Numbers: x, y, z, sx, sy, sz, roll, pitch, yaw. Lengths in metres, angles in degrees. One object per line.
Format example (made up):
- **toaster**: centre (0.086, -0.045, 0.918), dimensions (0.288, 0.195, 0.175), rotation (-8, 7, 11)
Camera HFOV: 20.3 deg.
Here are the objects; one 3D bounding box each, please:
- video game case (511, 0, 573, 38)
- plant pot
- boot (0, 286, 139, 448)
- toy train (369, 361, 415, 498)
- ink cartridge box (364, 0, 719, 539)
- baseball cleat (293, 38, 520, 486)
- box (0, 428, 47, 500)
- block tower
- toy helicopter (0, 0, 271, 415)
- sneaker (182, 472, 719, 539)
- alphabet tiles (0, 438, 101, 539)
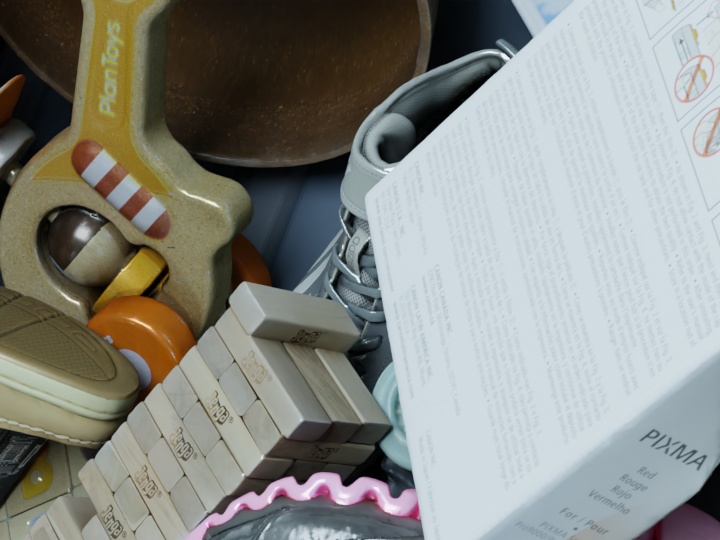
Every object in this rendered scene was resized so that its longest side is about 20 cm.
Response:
- **video game case**: centre (0.133, -0.124, 0.676), dimensions (0.182, 0.022, 0.201), rotation (-47, 34, 19)
- **plant pot**: centre (-0.037, -0.178, 0.803), dimensions (0.185, 0.188, 0.201), rotation (1, 49, 23)
- **boot**: centre (-0.188, 0.076, 0.742), dimensions (0.198, 0.073, 0.157), rotation (14, 100, 5)
- **toy train**: centre (0.088, 0.029, 0.721), dimensions (0.114, 0.085, 0.201), rotation (32, 85, 19)
- **ink cartridge box**: centre (0.089, -0.018, 0.602), dimensions (0.200, 0.050, 0.163), rotation (-39, 40, 28)
- **baseball cleat**: centre (0.000, 0.000, 0.749), dimensions (0.069, 0.106, 0.201), rotation (30, 86, 24)
- **box**: centre (-0.240, 0.059, 0.846), dimensions (0.200, 0.050, 0.158), rotation (40, 96, 30)
- **block tower**: centre (-0.073, 0.095, 0.719), dimensions (0.200, 0.054, 0.058), rotation (-49, 57, 21)
- **toy helicopter**: centre (-0.100, -0.051, 0.759), dimensions (0.131, 0.201, 0.079), rotation (20, 34, 17)
- **sneaker**: centre (0.024, 0.123, 0.642), dimensions (0.198, 0.079, 0.096), rotation (-2, 48, 15)
- **alphabet tiles**: centre (-0.114, 0.153, 0.781), dimensions (0.166, 0.006, 0.201), rotation (-25, 63, 22)
